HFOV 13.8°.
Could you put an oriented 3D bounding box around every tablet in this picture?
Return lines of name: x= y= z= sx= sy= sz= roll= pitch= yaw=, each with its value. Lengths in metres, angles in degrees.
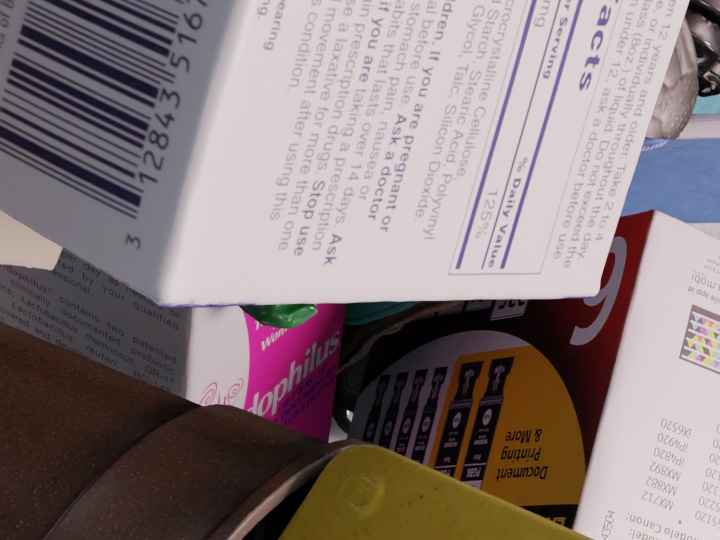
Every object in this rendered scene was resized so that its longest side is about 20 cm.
tablet: x=0.068 y=-0.037 z=1.106 sx=0.130 sy=0.198 sz=0.014 roll=45 pitch=46 yaw=-71

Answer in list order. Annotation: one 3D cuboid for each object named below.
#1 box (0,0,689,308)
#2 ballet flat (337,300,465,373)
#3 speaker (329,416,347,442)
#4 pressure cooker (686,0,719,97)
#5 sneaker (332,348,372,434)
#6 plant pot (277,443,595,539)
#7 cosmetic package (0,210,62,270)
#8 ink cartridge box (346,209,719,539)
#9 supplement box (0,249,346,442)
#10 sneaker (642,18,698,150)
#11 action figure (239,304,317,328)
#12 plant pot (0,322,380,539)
box: x=0.000 y=-0.095 z=0.819 sx=0.199 sy=0.105 sz=0.185 roll=0 pitch=111 yaw=-51
ballet flat: x=0.000 y=0.000 z=1.117 sx=0.067 sy=0.200 sz=0.068 roll=-29 pitch=98 yaw=-35
speaker: x=-0.060 y=0.136 z=1.246 sx=0.200 sy=0.088 sz=0.089 roll=-45 pitch=152 yaw=-39
pressure cooker: x=0.139 y=-0.168 z=1.232 sx=0.201 sy=0.178 sz=0.176 roll=-63 pitch=162 yaw=-3
sneaker: x=0.018 y=0.029 z=1.276 sx=0.200 sy=0.070 sz=0.099 roll=27 pitch=76 yaw=-86
plant pot: x=0.039 y=0.165 z=0.844 sx=0.201 sy=0.199 sz=0.177 roll=-55 pitch=145 yaw=-20
cosmetic package: x=-0.105 y=-0.110 z=0.856 sx=0.201 sy=0.087 sz=0.103 roll=-66 pitch=159 yaw=4
ink cartridge box: x=0.067 y=0.083 z=1.077 sx=0.200 sy=0.083 sz=0.177 roll=-13 pitch=-122 yaw=64
supplement box: x=-0.074 y=0.030 z=1.070 sx=0.101 sy=0.103 sz=0.201 roll=-39 pitch=147 yaw=-41
sneaker: x=0.028 y=-0.092 z=1.031 sx=0.079 sy=0.199 sz=0.089 roll=-58 pitch=160 yaw=-17
action figure: x=-0.012 y=-0.077 z=0.944 sx=0.118 sy=0.054 sz=0.201 roll=-7 pitch=112 yaw=-52
plant pot: x=-0.118 y=0.101 z=0.915 sx=0.200 sy=0.197 sz=0.201 roll=-48 pitch=153 yaw=-33
